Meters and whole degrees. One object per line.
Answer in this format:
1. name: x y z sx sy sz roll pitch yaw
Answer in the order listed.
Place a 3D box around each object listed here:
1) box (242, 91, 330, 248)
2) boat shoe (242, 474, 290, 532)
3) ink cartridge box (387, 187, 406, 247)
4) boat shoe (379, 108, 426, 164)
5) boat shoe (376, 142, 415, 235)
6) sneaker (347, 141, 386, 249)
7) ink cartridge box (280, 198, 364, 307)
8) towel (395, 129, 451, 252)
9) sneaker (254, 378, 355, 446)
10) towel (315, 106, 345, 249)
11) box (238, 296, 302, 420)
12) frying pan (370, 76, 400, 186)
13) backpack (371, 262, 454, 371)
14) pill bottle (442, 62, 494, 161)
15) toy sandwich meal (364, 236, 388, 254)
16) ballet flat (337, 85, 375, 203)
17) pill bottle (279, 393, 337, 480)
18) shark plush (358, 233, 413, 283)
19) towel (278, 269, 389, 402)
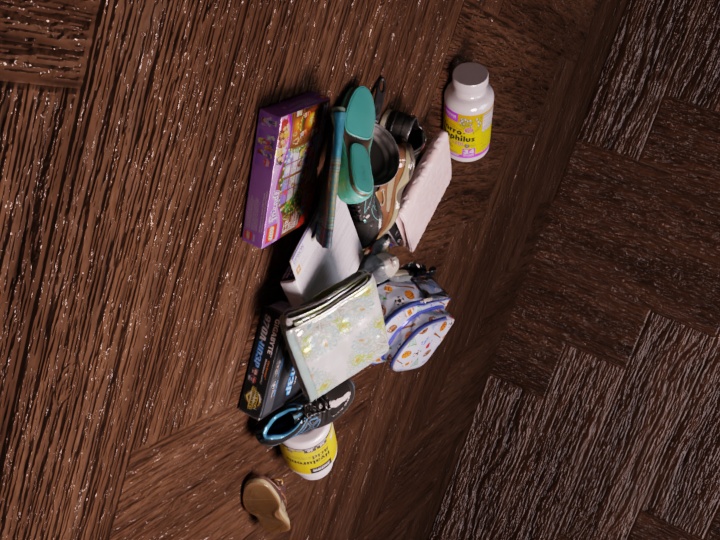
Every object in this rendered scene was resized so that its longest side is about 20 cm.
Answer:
1. box: -0.107 -0.146 1.250 0.137 0.039 0.202 -37 145 -55
2. boat shoe: -0.179 0.439 1.689 0.201 0.071 0.072 71 15 -48
3. ink cartridge box: 0.073 -0.113 1.763 0.095 0.037 0.200 -64 162 -9
4. boat shoe: 0.088 -0.237 1.625 0.201 0.063 0.074 48 63 -71
5. boat shoe: 0.037 -0.152 1.580 0.076 0.073 0.201 -108 -152 -44
6. sneaker: -0.005 -0.129 1.510 0.079 0.075 0.202 -23 126 -47
7. ink cartridge box: -0.066 -0.023 1.429 0.201 0.040 0.201 71 35 -45
8. towel: 0.129 -0.158 1.758 0.201 0.032 0.191 -62 163 -15
9. sneaker: -0.093 0.256 1.547 0.199 0.074 0.082 -30 175 -12
10. towel: -0.047 -0.137 1.287 0.147 0.021 0.202 -139 -125 -82
11. box: -0.130 0.139 1.492 0.159 0.046 0.202 -24 133 -62
12. frying pan: 0.005 -0.229 1.441 0.114 0.192 0.031 -6 168 -30
13. backpack: 0.069 0.102 1.656 0.189 0.154 0.201 0 127 -43
14. pill bottle: 0.224 -0.331 1.809 0.105 0.104 0.201 -54 156 -31
15. toy sandwich meal: 0.026 0.025 1.736 0.206 0.070 0.206 -52 156 -35
16. ballet flat: -0.018 -0.195 1.366 0.067 0.070 0.202 17 63 -36
17. pill bottle: -0.102 0.329 1.679 0.112 0.111 0.201 -56 158 -27
18. shark plush: 0.000 0.000 1.560 0.083 0.199 0.092 -36 107 -40
19. towel: -0.037 0.107 1.412 0.170 0.048 0.201 -28 136 -16
